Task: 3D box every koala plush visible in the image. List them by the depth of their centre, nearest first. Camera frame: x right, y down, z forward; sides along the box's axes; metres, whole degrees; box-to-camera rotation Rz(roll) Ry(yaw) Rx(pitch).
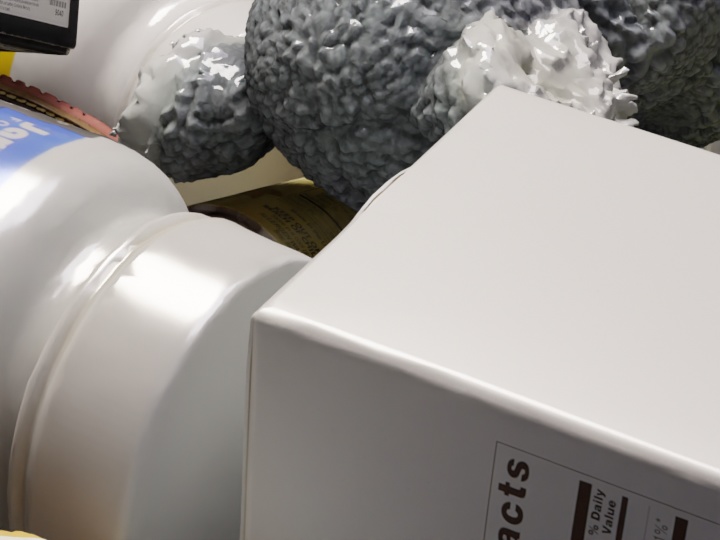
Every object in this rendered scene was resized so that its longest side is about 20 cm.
[{"bbox_3d":[0.037,-0.080,0.854,0.177,0.184,0.200,4,32,31],"label":"koala plush"}]

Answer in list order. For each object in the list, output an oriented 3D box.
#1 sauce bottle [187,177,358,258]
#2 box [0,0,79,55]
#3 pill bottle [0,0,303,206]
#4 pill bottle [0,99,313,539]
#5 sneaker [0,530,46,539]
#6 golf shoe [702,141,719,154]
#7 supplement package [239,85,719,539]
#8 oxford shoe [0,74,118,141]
[{"bbox_3d":[0.000,0.000,0.906,0.065,0.065,0.200,22,19,27],"label":"sauce bottle"},{"bbox_3d":[-0.198,-0.097,0.841,0.161,0.049,0.200,3,-2,29],"label":"box"},{"bbox_3d":[-0.090,-0.076,0.992,0.111,0.112,0.200,-4,23,-40],"label":"pill bottle"},{"bbox_3d":[-0.111,0.009,0.722,0.200,0.114,0.114,20,20,25],"label":"pill bottle"},{"bbox_3d":[-0.081,0.098,0.539,0.088,0.075,0.200,22,21,26],"label":"sneaker"},{"bbox_3d":[0.032,-0.038,1.023,0.200,0.098,0.078,-10,0,30],"label":"golf shoe"},{"bbox_3d":[0.087,0.060,0.650,0.200,0.120,0.121,20,37,22],"label":"supplement package"},{"bbox_3d":[-0.165,-0.021,0.880,0.199,0.071,0.075,5,37,-8],"label":"oxford shoe"}]
